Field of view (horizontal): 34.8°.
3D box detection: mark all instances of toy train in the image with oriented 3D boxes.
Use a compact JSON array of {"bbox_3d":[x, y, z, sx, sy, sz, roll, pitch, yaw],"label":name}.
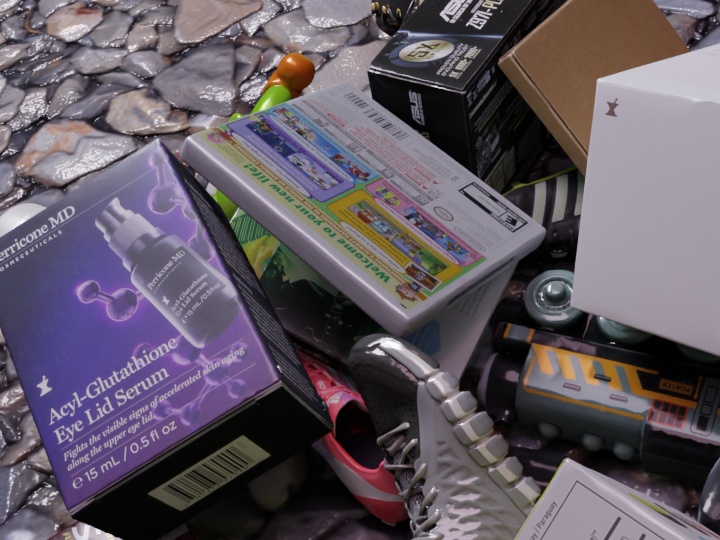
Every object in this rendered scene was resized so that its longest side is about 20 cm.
[{"bbox_3d":[0.177,0.073,0.782,0.199,0.085,0.114,13,61,23],"label":"toy train"}]

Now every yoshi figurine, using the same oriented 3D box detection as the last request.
[{"bbox_3d":[-0.070,-0.093,0.973,0.112,0.112,0.200,16,56,17],"label":"yoshi figurine"}]

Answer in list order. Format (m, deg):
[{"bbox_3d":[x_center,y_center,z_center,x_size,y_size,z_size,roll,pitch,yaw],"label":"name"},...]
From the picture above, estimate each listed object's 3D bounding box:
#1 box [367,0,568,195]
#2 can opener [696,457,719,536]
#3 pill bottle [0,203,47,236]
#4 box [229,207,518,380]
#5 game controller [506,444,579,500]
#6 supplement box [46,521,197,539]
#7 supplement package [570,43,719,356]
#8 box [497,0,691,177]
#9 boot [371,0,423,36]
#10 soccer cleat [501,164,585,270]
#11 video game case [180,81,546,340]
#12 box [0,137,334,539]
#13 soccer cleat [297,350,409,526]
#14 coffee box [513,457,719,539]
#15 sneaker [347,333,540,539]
[{"bbox_3d":[0.101,-0.152,0.948,0.086,0.164,0.200,18,55,27],"label":"box"},{"bbox_3d":[0.274,0.124,0.724,0.063,0.079,0.200,28,48,32],"label":"can opener"},{"bbox_3d":[-0.199,0.014,0.896,0.199,0.111,0.111,21,55,29],"label":"pill bottle"},{"bbox_3d":[0.000,0.000,0.829,0.199,0.036,0.145,26,69,5],"label":"box"},{"bbox_3d":[0.089,0.195,0.720,0.104,0.042,0.201,13,51,5],"label":"game controller"},{"bbox_3d":[-0.187,0.231,0.726,0.200,0.061,0.109,-30,48,-17],"label":"supplement box"},{"bbox_3d":[0.255,-0.051,0.736,0.151,0.151,0.200,19,27,35],"label":"supplement package"},{"bbox_3d":[0.216,-0.126,0.896,0.163,0.021,0.200,-43,97,-32],"label":"box"},{"bbox_3d":[0.055,-0.228,1.081,0.201,0.073,0.151,-67,24,5],"label":"boot"},{"bbox_3d":[0.153,-0.035,0.898,0.199,0.068,0.081,-30,61,-16],"label":"soccer cleat"},{"bbox_3d":[0.006,-0.051,0.792,0.200,0.022,0.182,39,39,18],"label":"video game case"},{"bbox_3d":[-0.132,0.045,0.726,0.148,0.104,0.200,-33,62,2],"label":"box"},{"bbox_3d":[-0.024,0.096,0.804,0.067,0.077,0.200,-34,50,-20],"label":"soccer cleat"},{"bbox_3d":[0.146,0.230,0.512,0.197,0.200,0.200,31,90,34],"label":"coffee box"},{"bbox_3d":[0.036,0.137,0.673,0.115,0.075,0.200,-37,77,-24],"label":"sneaker"}]
